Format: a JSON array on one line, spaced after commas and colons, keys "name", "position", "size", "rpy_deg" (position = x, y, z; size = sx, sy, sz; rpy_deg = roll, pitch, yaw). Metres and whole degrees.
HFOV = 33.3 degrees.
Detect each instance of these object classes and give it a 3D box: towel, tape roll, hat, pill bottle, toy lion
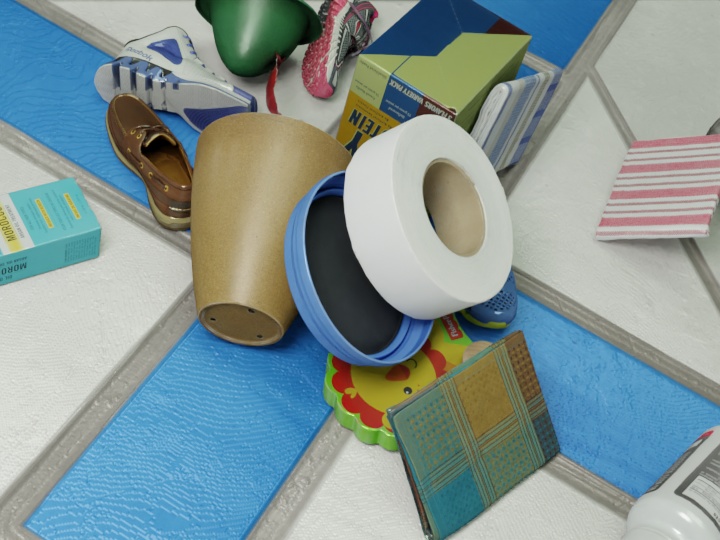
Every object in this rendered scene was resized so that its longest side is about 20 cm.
[{"name": "towel", "position": [0.394, -0.104, 1.533], "size": [0.144, 0.030, 0.201], "rpy_deg": [-1, 42, 34]}, {"name": "tape roll", "position": [0.074, -0.055, 1.252], "size": [0.201, 0.070, 0.206], "rpy_deg": [23, 57, -41]}, {"name": "towel", "position": [0.177, -0.175, 1.462], "size": [0.024, 0.148, 0.199], "rpy_deg": [35, 29, 16]}, {"name": "towel", "position": [0.117, 0.165, 1.220], "size": [0.199, 0.022, 0.149], "rpy_deg": [-28, 105, -36]}, {"name": "hat", "position": [-0.140, -0.243, 1.493], "size": [0.163, 0.200, 0.179], "rpy_deg": [5, 77, 11]}, {"name": "pill bottle", "position": [0.336, 0.251, 1.207], "size": [0.111, 0.111, 0.199], "rpy_deg": [42, 51, 20]}, {"name": "toy lion", "position": [0.044, 0.092, 1.294], "size": [0.189, 0.069, 0.202], "rpy_deg": [-13, 55, -17]}]

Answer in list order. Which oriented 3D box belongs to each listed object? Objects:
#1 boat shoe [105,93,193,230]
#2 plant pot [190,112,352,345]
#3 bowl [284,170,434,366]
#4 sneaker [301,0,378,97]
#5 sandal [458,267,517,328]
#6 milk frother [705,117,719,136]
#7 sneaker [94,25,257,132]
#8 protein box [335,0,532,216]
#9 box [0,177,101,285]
[{"name": "boat shoe", "position": [-0.235, -0.140, 1.393], "size": [0.071, 0.068, 0.201], "rpy_deg": [-17, 57, -28]}, {"name": "plant pot", "position": [-0.105, -0.030, 1.282], "size": [0.183, 0.187, 0.203], "rpy_deg": [13, 60, -6]}, {"name": "bowl", "position": [0.000, 0.000, 1.229], "size": [0.199, 0.039, 0.204], "rpy_deg": [23, 58, -42]}, {"name": "sneaker", "position": [-0.022, -0.304, 1.595], "size": [0.074, 0.081, 0.202], "rpy_deg": [30, 50, -18]}, {"name": "sandal", "position": [0.141, -0.024, 1.400], "size": [0.078, 0.088, 0.202], "rpy_deg": [2, 52, -18]}, {"name": "milk frother", "position": [0.590, -0.141, 1.577], "size": [0.197, 0.182, 0.190], "rpy_deg": [-3, 52, -25]}, {"name": "sneaker", "position": [-0.214, -0.243, 1.479], "size": [0.196, 0.081, 0.116], "rpy_deg": [17, 50, 0]}, {"name": "protein box", "position": [0.079, -0.193, 1.445], "size": [0.134, 0.201, 0.199], "rpy_deg": [32, 49, 12]}, {"name": "box", "position": [-0.381, -0.032, 1.269], "size": [0.198, 0.049, 0.083], "rpy_deg": [-19, 58, -30]}]
